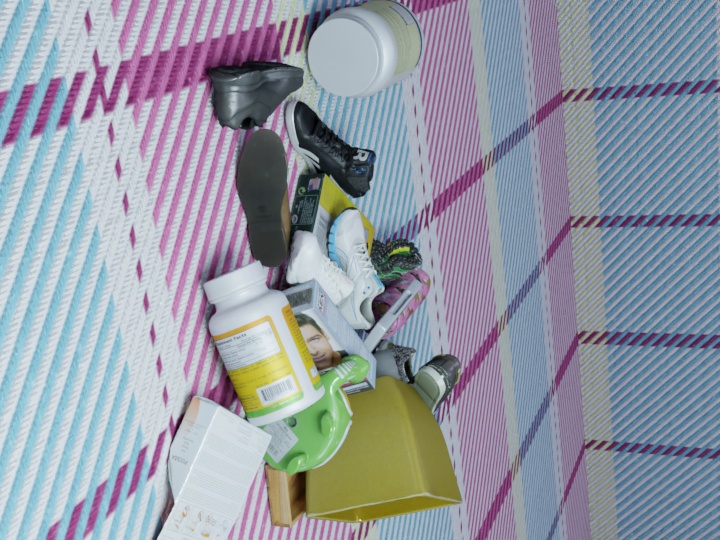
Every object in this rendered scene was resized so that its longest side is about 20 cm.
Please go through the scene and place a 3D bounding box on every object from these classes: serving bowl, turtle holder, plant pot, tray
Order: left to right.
[{"bbox_3d":[-0.085,0.313,1.554,0.200,0.037,0.099,-30,118,-62],"label":"tray"},{"bbox_3d":[-0.075,0.199,1.432,0.132,0.141,0.186,11,93,-67],"label":"turtle holder"},{"bbox_3d":[0.026,0.278,1.548,0.194,0.195,0.200,35,42,-62],"label":"plant pot"},{"bbox_3d":[0.031,0.240,1.727,0.200,0.066,0.201,174,-90,-84],"label":"serving bowl"}]

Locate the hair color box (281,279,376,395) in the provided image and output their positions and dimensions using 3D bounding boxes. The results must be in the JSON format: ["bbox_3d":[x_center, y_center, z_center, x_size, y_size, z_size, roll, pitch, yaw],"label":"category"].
[{"bbox_3d":[-0.063,0.110,1.471,0.200,0.099,0.061,55,27,-38],"label":"hair color box"}]

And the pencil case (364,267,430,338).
[{"bbox_3d":[0.066,0.056,1.831,0.200,0.086,0.083,-41,150,-60],"label":"pencil case"}]

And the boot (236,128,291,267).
[{"bbox_3d":[-0.132,-0.111,1.417,0.075,0.073,0.200,-68,158,-66],"label":"boot"}]

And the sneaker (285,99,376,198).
[{"bbox_3d":[-0.036,-0.197,1.563,0.200,0.112,0.073,62,35,-47],"label":"sneaker"}]

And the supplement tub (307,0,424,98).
[{"bbox_3d":[0.010,-0.367,1.626,0.200,0.145,0.145,-41,127,-60],"label":"supplement tub"}]

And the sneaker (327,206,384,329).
[{"bbox_3d":[0.000,0.000,1.549,0.075,0.087,0.200,-20,114,-53],"label":"sneaker"}]

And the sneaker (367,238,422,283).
[{"bbox_3d":[0.027,-0.004,1.754,0.200,0.085,0.078,-1,55,-51],"label":"sneaker"}]

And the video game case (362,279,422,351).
[{"bbox_3d":[0.017,0.121,1.650,0.200,0.022,0.182,-55,175,32],"label":"video game case"}]

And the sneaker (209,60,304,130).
[{"bbox_3d":[-0.146,-0.246,1.380,0.200,0.076,0.091,-27,125,-56],"label":"sneaker"}]

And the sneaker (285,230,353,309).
[{"bbox_3d":[-0.058,0.004,1.468,0.200,0.099,0.078,91,6,-63],"label":"sneaker"}]

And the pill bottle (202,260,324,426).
[{"bbox_3d":[-0.134,0.094,1.308,0.111,0.111,0.200,-30,99,-63],"label":"pill bottle"}]

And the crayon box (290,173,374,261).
[{"bbox_3d":[-0.045,-0.056,1.607,0.200,0.051,0.127,44,51,-53],"label":"crayon box"}]

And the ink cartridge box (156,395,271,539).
[{"bbox_3d":[-0.206,0.282,1.294,0.200,0.050,0.162,-64,150,-13],"label":"ink cartridge box"}]

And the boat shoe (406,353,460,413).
[{"bbox_3d":[0.117,0.194,1.633,0.061,0.072,0.201,-38,170,-23],"label":"boat shoe"}]

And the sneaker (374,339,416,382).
[{"bbox_3d":[0.079,0.226,1.861,0.077,0.088,0.200,-47,132,-57],"label":"sneaker"}]
